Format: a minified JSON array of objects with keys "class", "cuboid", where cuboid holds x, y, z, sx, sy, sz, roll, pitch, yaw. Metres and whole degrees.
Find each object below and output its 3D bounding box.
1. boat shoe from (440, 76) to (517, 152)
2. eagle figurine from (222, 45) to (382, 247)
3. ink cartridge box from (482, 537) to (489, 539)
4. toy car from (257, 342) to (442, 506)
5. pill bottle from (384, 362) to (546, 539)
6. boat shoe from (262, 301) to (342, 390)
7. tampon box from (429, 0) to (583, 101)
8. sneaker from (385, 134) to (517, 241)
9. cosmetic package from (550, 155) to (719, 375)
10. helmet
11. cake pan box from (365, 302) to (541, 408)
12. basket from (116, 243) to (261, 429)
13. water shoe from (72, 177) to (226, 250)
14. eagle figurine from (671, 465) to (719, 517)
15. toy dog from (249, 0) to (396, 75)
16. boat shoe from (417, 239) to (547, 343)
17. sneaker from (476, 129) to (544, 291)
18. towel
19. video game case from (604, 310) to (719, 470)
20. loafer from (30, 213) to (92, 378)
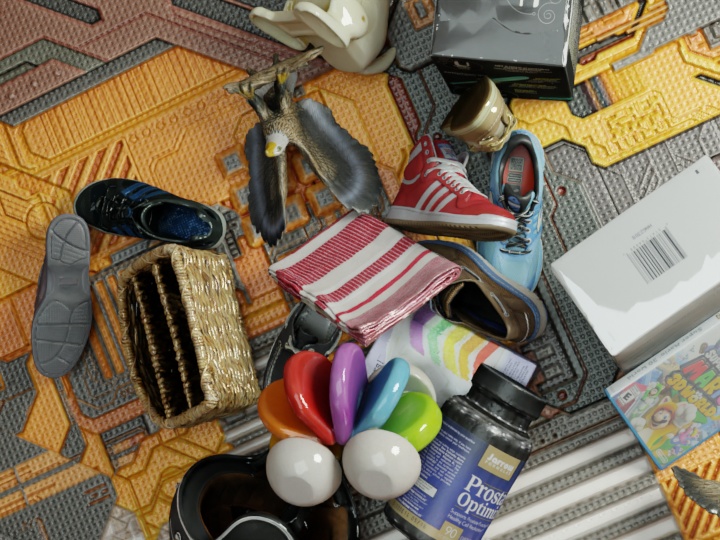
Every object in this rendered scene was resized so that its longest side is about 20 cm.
[{"class":"boat shoe","cuboid":[0.140,-0.168,1.600,0.066,0.200,0.074,33,94,-6]},{"class":"eagle figurine","cuboid":[-0.083,-0.147,1.692,0.151,0.151,0.201,1,122,49]},{"class":"ink cartridge box","cuboid":[0.119,0.425,1.614,0.148,0.086,0.200,44,93,11]},{"class":"toy car","cuboid":[-0.016,0.147,1.528,0.199,0.175,0.151,-8,120,19]},{"class":"pill bottle","cuboid":[0.118,0.208,1.567,0.111,0.112,0.201,30,93,12]},{"class":"boat shoe","cuboid":[-0.056,0.074,1.686,0.074,0.060,0.200,37,93,10]},{"class":"tampon box","cuboid":[0.168,-0.273,1.598,0.149,0.200,0.127,6,87,11]},{"class":"sneaker","cuboid":[0.111,-0.095,1.623,0.199,0.071,0.113,9,80,52]},{"class":"cosmetic package","cuboid":[0.329,0.005,1.540,0.199,0.200,0.123,-35,73,7]},{"class":"helmet","cuboid":[-0.116,0.299,1.616,0.190,0.200,0.201,-18,82,29]},{"class":"cake pan box","cuboid":[0.082,0.151,1.660,0.184,0.052,0.201,31,93,13]},{"class":"basket","cuboid":[-0.221,0.082,1.667,0.142,0.149,0.201,-17,82,17]},{"class":"water shoe","cuboid":[-0.261,-0.074,1.728,0.199,0.079,0.072,10,87,12]},{"class":"eagle figurine","cuboid":[0.447,0.264,1.537,0.150,0.152,0.201,-30,86,29]},{"class":"toy dog","cuboid":[-0.002,-0.345,1.663,0.193,0.139,0.201,29,79,-25]},{"class":"boat shoe","cuboid":[0.115,0.021,1.620,0.199,0.072,0.073,26,118,35]},{"class":"sneaker","cuboid":[0.172,-0.065,1.635,0.078,0.090,0.202,1,88,5]},{"class":"towel","cuboid":[0.000,0.000,1.619,0.144,0.023,0.200,-36,40,-20]},{"class":"video game case","cuboid":[0.382,0.121,1.572,0.199,0.018,0.143,-35,125,6]},{"class":"loafer","cuboid":[-0.366,0.029,1.759,0.071,0.063,0.202,6,93,-18]}]
